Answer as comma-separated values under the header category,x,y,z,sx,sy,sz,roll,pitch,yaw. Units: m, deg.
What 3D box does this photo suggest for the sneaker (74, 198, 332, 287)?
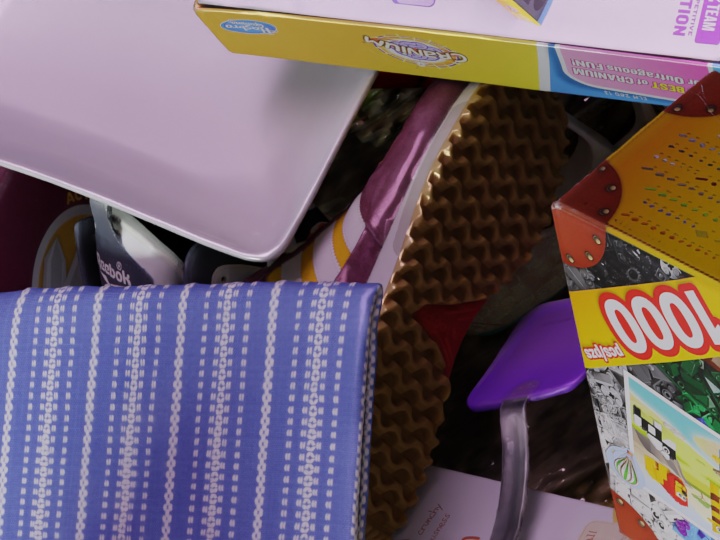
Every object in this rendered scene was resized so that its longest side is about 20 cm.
category,x,y,z,sx,sy,sz,roll,pitch,yaw
sneaker,-0.083,0.037,1.086,0.079,0.130,0.199,24,69,46

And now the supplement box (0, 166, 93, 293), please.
category,x,y,z,sx,sy,sz,roll,pitch,yaw
supplement box,-0.138,-0.018,1.177,0.103,0.131,0.201,0,54,33

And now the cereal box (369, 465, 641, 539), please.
category,x,y,z,sx,sy,sz,roll,pitch,yaw
cereal box,0.009,0.135,0.997,0.199,0.040,0.144,9,57,40

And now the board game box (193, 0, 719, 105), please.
category,x,y,z,sx,sy,sz,roll,pitch,yaw
board game box,0.056,-0.141,1.006,0.199,0.040,0.154,9,73,22

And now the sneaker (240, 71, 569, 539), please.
category,x,y,z,sx,sy,sz,roll,pitch,yaw
sneaker,0.000,0.000,1.034,0.090,0.075,0.201,12,68,41

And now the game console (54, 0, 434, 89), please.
category,x,y,z,sx,sy,sz,roll,pitch,yaw
game console,-0.042,-0.156,1.164,0.176,0.031,0.201,-1,57,-12

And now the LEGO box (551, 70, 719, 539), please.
category,x,y,z,sx,sy,sz,roll,pitch,yaw
LEGO box,0.162,0.049,0.858,0.077,0.150,0.200,-38,45,-25

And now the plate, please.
category,x,y,z,sx,sy,sz,roll,pitch,yaw
plate,-0.066,-0.106,1.081,0.199,0.032,0.200,19,68,25

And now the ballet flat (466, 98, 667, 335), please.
category,x,y,z,sx,sy,sz,roll,pitch,yaw
ballet flat,0.100,-0.047,1.083,0.200,0.062,0.068,-36,41,1

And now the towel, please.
category,x,y,z,sx,sy,sz,roll,pitch,yaw
towel,-0.070,0.077,1.012,0.199,0.024,0.146,-2,83,41

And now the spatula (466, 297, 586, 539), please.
category,x,y,z,sx,sy,sz,roll,pitch,yaw
spatula,0.048,0.080,0.976,0.056,0.021,0.201,-15,43,41
